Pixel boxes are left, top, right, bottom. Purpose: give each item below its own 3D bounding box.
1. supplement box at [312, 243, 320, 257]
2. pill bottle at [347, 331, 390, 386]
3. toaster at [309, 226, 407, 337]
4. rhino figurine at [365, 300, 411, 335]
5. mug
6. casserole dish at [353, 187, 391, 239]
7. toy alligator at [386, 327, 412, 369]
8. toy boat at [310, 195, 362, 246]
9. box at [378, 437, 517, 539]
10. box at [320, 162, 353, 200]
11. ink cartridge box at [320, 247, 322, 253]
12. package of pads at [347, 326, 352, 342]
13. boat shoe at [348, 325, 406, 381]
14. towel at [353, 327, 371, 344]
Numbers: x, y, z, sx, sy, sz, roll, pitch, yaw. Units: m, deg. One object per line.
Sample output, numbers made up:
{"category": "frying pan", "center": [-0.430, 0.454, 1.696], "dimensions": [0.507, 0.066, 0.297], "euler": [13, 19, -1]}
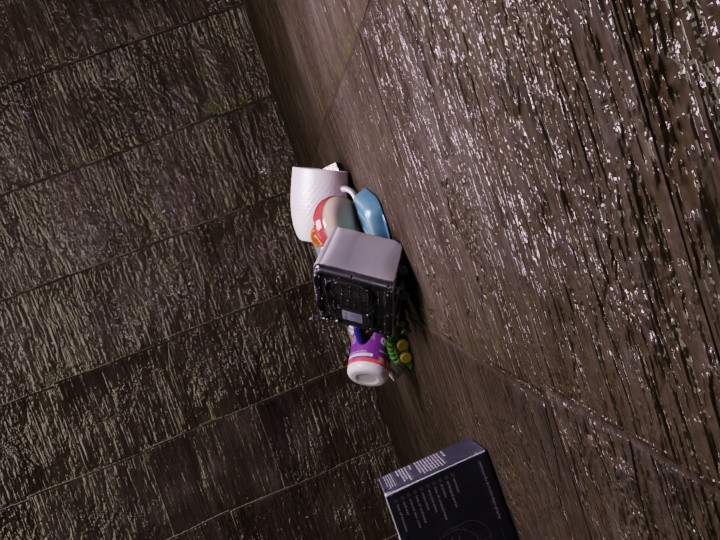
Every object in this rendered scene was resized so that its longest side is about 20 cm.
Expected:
{"category": "supplement box", "center": [-0.132, -0.081, 2.726], "dimensions": [0.104, 0.098, 0.204], "euler": [83, 166, -66]}
{"category": "pill bottle", "center": [0.031, 0.190, 1.735], "dimensions": [0.114, 0.109, 0.205], "euler": [78, -162, -57]}
{"category": "toaster", "center": [-0.005, 0.027, 1.333], "dimensions": [0.183, 0.194, 0.121], "euler": [86, -159, -51]}
{"category": "rhino figurine", "center": [0.018, 0.089, 1.446], "dimensions": [0.060, 0.194, 0.089], "euler": [115, 153, -47]}
{"category": "mug", "center": [-0.086, -0.162, 1.670], "dimensions": [0.147, 0.195, 0.182], "euler": [-12, -70, -62]}
{"category": "casserole dish", "center": [0.023, -0.108, 1.440], "dimensions": [0.200, 0.038, 0.124], "euler": [-122, 14, -70]}
{"category": "toy alligator", "center": [0.087, 0.172, 1.663], "dimensions": [0.060, 0.053, 0.205], "euler": [-121, 13, -60]}
{"category": "toy boat", "center": [-0.060, -0.091, 1.537], "dimensions": [0.199, 0.127, 0.135], "euler": [22, -123, -65]}
{"category": "box", "center": [0.156, 0.439, 1.175], "dimensions": [0.124, 0.191, 0.206], "euler": [140, 110, -85]}
{"category": "box", "center": [-0.071, -0.170, 1.764], "dimensions": [0.206, 0.107, 0.035], "euler": [70, -160, 3]}
{"category": "ink cartridge box", "center": [-0.071, -0.105, 1.892], "dimensions": [0.200, 0.039, 0.207], "euler": [-10, -77, -80]}
{"category": "package of pads", "center": [0.007, 0.354, 3.001], "dimensions": [0.202, 0.066, 0.158], "euler": [-118, 9, -52]}
{"category": "boat shoe", "center": [0.035, 0.230, 1.839], "dimensions": [0.198, 0.070, 0.071], "euler": [39, 173, 2]}
{"category": "towel", "center": [0.016, 0.060, 1.562], "dimensions": [0.049, 0.148, 0.203], "euler": [22, 145, 29]}
